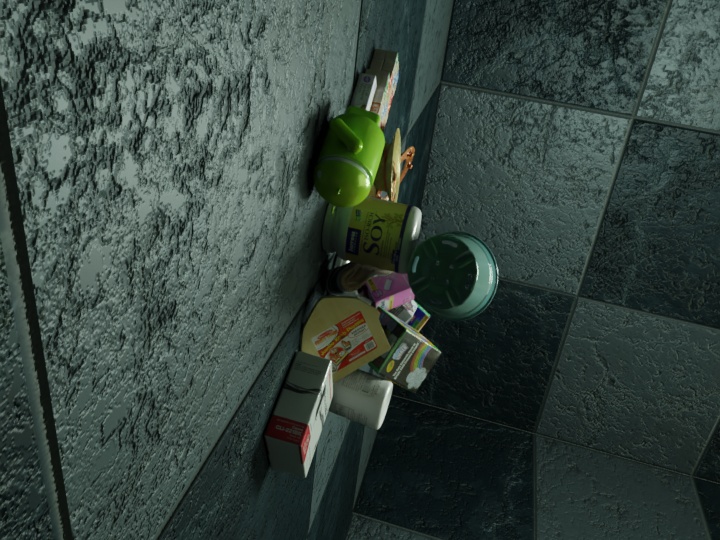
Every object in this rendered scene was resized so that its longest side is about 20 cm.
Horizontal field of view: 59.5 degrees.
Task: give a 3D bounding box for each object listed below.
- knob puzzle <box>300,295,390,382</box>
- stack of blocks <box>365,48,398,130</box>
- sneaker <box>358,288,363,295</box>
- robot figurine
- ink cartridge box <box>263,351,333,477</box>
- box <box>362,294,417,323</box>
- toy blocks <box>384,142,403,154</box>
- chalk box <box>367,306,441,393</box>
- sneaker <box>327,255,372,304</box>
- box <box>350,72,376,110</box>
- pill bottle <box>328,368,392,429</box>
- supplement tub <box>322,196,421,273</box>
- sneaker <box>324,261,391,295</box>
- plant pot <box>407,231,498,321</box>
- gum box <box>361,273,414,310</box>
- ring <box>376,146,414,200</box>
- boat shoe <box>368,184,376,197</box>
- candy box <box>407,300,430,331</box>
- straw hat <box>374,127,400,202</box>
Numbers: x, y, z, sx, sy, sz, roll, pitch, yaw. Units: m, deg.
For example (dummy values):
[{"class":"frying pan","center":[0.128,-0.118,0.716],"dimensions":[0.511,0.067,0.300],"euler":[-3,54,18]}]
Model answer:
[{"class":"knob puzzle","center":[-0.046,0.134,1.372],"dimensions":[0.031,0.213,0.226],"euler":[-126,-140,-60]},{"class":"stack of blocks","center":[0.039,-0.415,1.470],"dimensions":[0.116,0.057,0.205],"euler":[81,22,-66]},{"class":"sneaker","center":[0.004,-0.009,1.720],"dimensions":[0.201,0.075,0.115],"euler":[-63,163,-59]},{"class":"robot figurine","center":[-0.021,-0.209,1.183],"dimensions":[0.176,0.112,0.205],"euler":[110,-3,-65]},{"class":"ink cartridge box","center":[-0.122,0.296,1.306],"dimensions":[0.146,0.081,0.203],"euler":[90,14,-49]},{"class":"box","center":[0.040,0.129,1.691],"dimensions":[0.200,0.132,0.115],"euler":[-44,179,17]},{"class":"toy blocks","center":[0.046,-0.258,1.673],"dimensions":[0.200,0.098,0.140],"euler":[17,97,-81]},{"class":"chalk box","center":[0.074,0.182,1.504],"dimensions":[0.199,0.123,0.126],"euler":[35,91,-40]},{"class":"sneaker","center":[-0.019,0.050,1.540],"dimensions":[0.074,0.112,0.206],"euler":[35,66,-78]},{"class":"box","center":[-0.008,-0.326,1.354],"dimensions":[0.039,0.040,0.205],"euler":[76,28,-70]},{"class":"pill bottle","center":[-0.030,0.285,1.479],"dimensions":[0.114,0.195,0.118],"euler":[18,91,-79]},{"class":"supplement tub","center":[0.026,-0.084,1.374],"dimensions":[0.145,0.194,0.150],"euler":[12,90,-81]},{"class":"sneaker","center":[0.000,0.000,1.479],"dimensions":[0.197,0.107,0.072],"euler":[-28,95,-36]},{"class":"plant pot","center":[0.190,0.008,1.348],"dimensions":[0.196,0.195,0.207],"euler":[10,92,-73]},{"class":"gum box","center":[0.046,-0.003,1.589],"dimensions":[0.067,0.111,0.203],"euler":[91,-25,-57]},{"class":"ring","center":[0.091,-0.238,1.680],"dimensions":[0.202,0.019,0.201],"euler":[-53,170,-13]},{"class":"boat shoe","center":[-0.005,-0.168,1.482],"dimensions":[0.065,0.070,0.201],"euler":[-51,158,-16]},{"class":"candy box","center":[0.079,0.131,1.827],"dimensions":[0.170,0.199,0.077],"euler":[-51,174,9]},{"class":"straw hat","center":[0.046,-0.238,1.505],"dimensions":[0.201,0.082,0.208],"euler":[3,90,-81]}]
